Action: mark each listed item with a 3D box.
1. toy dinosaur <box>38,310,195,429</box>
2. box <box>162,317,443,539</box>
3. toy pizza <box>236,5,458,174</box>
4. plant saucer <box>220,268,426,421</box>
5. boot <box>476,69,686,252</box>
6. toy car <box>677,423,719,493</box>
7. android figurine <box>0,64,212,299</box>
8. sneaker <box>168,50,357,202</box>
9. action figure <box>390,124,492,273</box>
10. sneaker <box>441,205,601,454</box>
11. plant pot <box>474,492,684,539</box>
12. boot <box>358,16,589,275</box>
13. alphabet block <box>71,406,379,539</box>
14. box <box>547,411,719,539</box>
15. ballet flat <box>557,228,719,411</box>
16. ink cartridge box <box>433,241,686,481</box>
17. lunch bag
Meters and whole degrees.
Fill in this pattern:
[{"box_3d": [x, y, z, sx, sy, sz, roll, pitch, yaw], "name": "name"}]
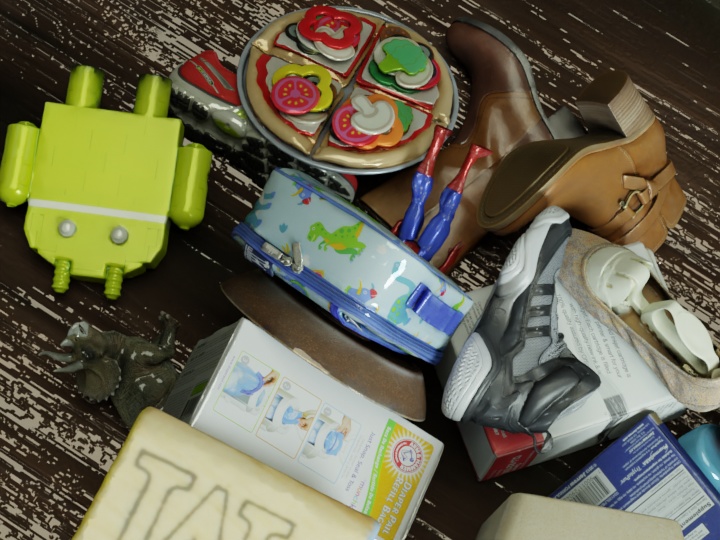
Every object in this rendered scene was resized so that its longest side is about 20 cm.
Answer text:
[{"box_3d": [-0.167, 0.101, 1.508, 0.200, 0.077, 0.102, 46, 77, -16], "name": "toy dinosaur"}, {"box_3d": [-0.052, 0.140, 1.451, 0.199, 0.112, 0.102, 33, 66, -15], "name": "box"}, {"box_3d": [-0.009, -0.167, 1.591, 0.199, 0.032, 0.201, 6, 52, -7], "name": "toy pizza"}, {"box_3d": [-0.022, 0.054, 1.474, 0.200, 0.200, 0.035, 35, 96, 6], "name": "plant saucer"}, {"box_3d": [0.204, -0.058, 1.591, 0.200, 0.074, 0.155, -42, 122, -15], "name": "boot"}, {"box_3d": [0.407, 0.146, 1.540, 0.200, 0.184, 0.177, -25, 80, -50], "name": "toy car"}, {"box_3d": [-0.221, -0.075, 1.559, 0.181, 0.041, 0.201, 9, 79, 2], "name": "android figurine"}, {"box_3d": [-0.079, -0.132, 1.606, 0.199, 0.077, 0.085, 34, 62, 5], "name": "sneaker"}, {"box_3d": [0.049, -0.022, 1.552, 0.065, 0.052, 0.201, 28, 99, 17], "name": "action figure"}, {"box_3d": [0.152, 0.052, 1.476, 0.113, 0.076, 0.201, 27, 73, 4], "name": "sneaker"}, {"box_3d": [0.160, 0.280, 1.401, 0.198, 0.200, 0.178, 10, 70, -4], "name": "plant pot"}, {"box_3d": [0.082, -0.113, 1.642, 0.200, 0.069, 0.189, -37, 82, -10], "name": "boot"}, {"box_3d": [-0.124, 0.253, 1.382, 0.199, 0.196, 0.197, 27, 65, 2], "name": "alphabet block"}, {"box_3d": [0.259, 0.234, 1.501, 0.121, 0.032, 0.200, -41, 76, 14], "name": "box"}, {"box_3d": [0.238, 0.029, 1.500, 0.200, 0.067, 0.068, 44, 67, 11], "name": "ballet flat"}, {"box_3d": [0.174, 0.077, 1.553, 0.199, 0.084, 0.145, -16, 71, -13], "name": "ink cartridge box"}, {"box_3d": [0.000, 0.000, 1.437, 0.160, 0.200, 0.083, 33, 90, 23], "name": "lunch bag"}]
